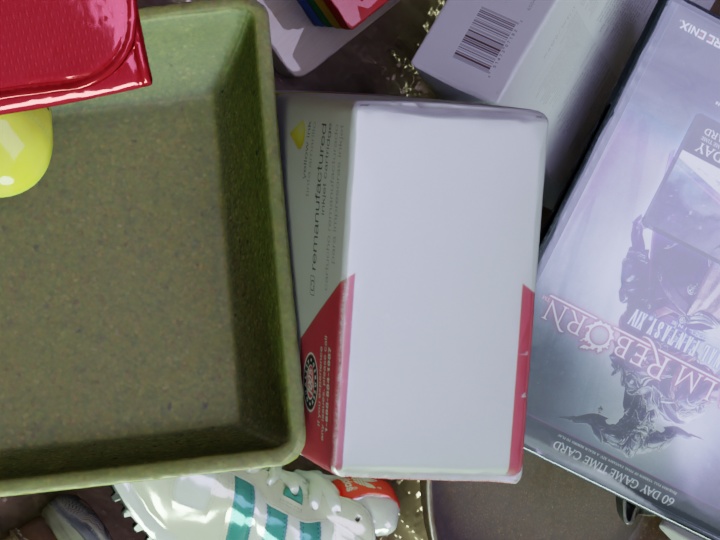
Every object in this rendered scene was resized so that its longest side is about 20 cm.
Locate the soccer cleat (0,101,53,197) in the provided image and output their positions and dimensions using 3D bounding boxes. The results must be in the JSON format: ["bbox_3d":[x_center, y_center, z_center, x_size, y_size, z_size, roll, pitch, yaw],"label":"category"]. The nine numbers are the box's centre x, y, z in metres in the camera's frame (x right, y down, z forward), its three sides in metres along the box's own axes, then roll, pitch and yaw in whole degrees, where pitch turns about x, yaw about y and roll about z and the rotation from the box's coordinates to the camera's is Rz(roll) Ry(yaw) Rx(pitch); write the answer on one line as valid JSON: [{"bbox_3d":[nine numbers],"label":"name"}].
[{"bbox_3d":[-0.180,-0.122,0.975,0.064,0.084,0.201,-23,80,-6],"label":"soccer cleat"}]

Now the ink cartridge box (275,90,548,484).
[{"bbox_3d":[0.000,0.000,1.025,0.083,0.200,0.147,1,95,-18],"label":"ink cartridge box"}]

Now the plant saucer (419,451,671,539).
[{"bbox_3d":[0.095,0.077,1.131,0.199,0.032,0.202,-9,103,-41],"label":"plant saucer"}]

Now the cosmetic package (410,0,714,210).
[{"bbox_3d":[0.112,-0.138,1.089,0.201,0.051,0.151,-59,152,-7],"label":"cosmetic package"}]

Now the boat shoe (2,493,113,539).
[{"bbox_3d":[-0.108,0.198,1.074,0.071,0.076,0.201,-27,95,-12],"label":"boat shoe"}]

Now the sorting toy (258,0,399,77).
[{"bbox_3d":[-0.002,-0.222,1.073,0.200,0.070,0.199,-39,107,-13],"label":"sorting toy"}]

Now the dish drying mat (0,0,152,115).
[{"bbox_3d":[-0.183,-0.090,0.941,0.198,0.018,0.078,-10,100,0],"label":"dish drying mat"}]

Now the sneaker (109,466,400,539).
[{"bbox_3d":[-0.038,0.103,1.078,0.093,0.070,0.200,-37,112,4],"label":"sneaker"}]

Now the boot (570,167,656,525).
[{"bbox_3d":[0.192,0.014,1.096,0.198,0.069,0.176,-16,98,0],"label":"boot"}]

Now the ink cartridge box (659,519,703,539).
[{"bbox_3d":[0.248,0.082,1.183,0.200,0.068,0.115,-52,128,-9],"label":"ink cartridge box"}]

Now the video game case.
[{"bbox_3d":[0.146,0.003,1.049,0.142,0.019,0.201,26,96,-7],"label":"video game case"}]

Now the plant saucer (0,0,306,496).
[{"bbox_3d":[-0.125,-0.002,1.005,0.198,0.048,0.201,-7,70,2],"label":"plant saucer"}]
